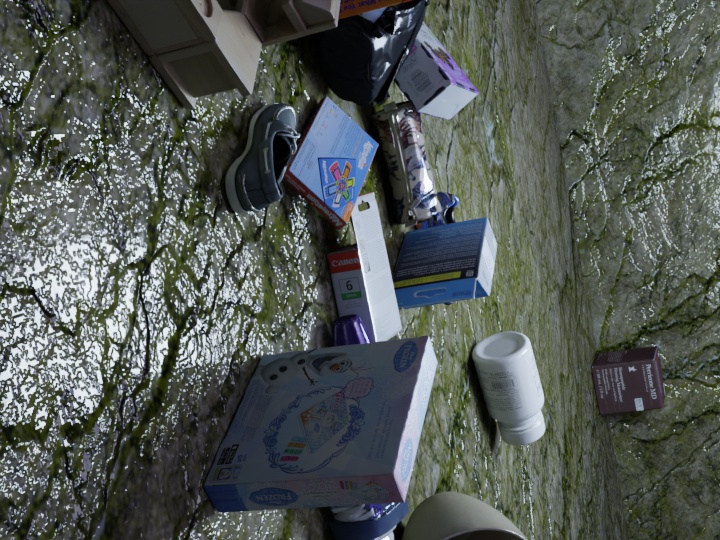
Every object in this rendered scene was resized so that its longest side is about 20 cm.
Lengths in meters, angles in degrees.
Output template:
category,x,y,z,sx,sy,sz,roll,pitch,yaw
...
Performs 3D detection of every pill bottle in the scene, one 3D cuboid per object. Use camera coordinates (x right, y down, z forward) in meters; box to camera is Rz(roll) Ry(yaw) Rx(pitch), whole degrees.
category,x,y,z,sx,sy,sz,roll,pitch,yaw
pill bottle,0.291,0.229,1.977,0.114,0.114,0.201,-60,137,-59

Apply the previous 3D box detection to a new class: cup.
category,x,y,z,sx,sy,sz,roll,pitch,yaw
cup,0.135,0.396,1.441,0.143,0.199,0.201,-115,-176,-62

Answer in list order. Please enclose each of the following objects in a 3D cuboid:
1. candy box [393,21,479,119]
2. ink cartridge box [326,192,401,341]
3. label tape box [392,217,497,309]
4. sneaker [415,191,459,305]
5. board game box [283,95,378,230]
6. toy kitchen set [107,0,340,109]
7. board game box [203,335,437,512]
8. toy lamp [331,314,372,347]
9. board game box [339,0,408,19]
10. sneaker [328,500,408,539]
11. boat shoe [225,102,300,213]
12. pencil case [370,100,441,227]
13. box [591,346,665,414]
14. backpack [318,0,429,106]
category,x,y,z,sx,sy,sz,roll,pitch,yaw
candy box,0.082,-0.340,1.612,0.200,0.071,0.168,54,19,9
ink cartridge box,0.000,0.000,1.406,0.109,0.050,0.201,-25,104,-67
label tape box,0.129,0.008,1.605,0.200,0.143,0.066,-74,147,-49
sneaker,0.140,-0.041,1.745,0.075,0.078,0.201,-3,85,-68
board game box,-0.037,-0.145,1.349,0.103,0.019,0.200,41,36,-16
toy kitchen set,-0.129,-0.307,1.035,0.181,0.162,0.201,56,32,-48
board game box,-0.034,0.153,1.044,0.200,0.198,0.044,-69,144,-52
toy lamp,0.003,0.157,1.337,0.058,0.058,0.201,-38,117,-66
board game box,-0.021,-0.470,1.330,0.200,0.199,0.200,61,29,-42
sneaker,-0.010,0.280,1.221,0.200,0.080,0.147,38,48,-60
boat shoe,-0.097,-0.135,1.189,0.200,0.061,0.073,-71,145,-51
pencil case,0.073,-0.170,1.624,0.089,0.077,0.201,-74,152,-76
box,0.858,0.350,3.284,0.164,0.199,0.167,-29,108,-67
backpack,0.020,-0.354,1.448,0.167,0.126,0.200,100,17,-58
